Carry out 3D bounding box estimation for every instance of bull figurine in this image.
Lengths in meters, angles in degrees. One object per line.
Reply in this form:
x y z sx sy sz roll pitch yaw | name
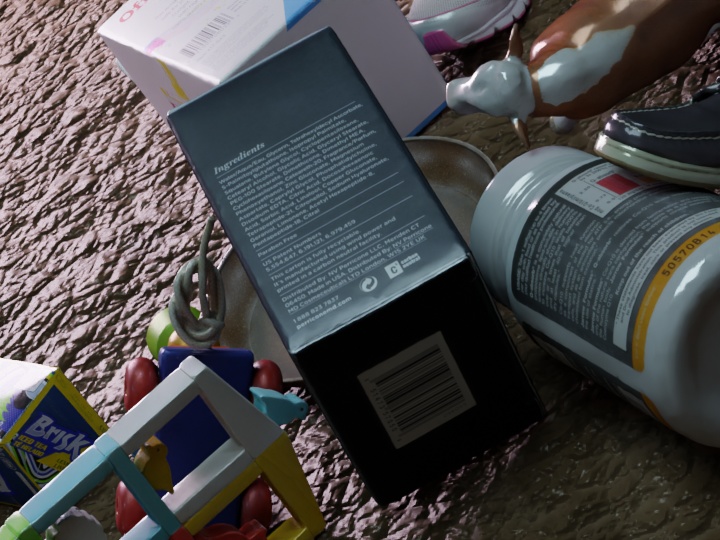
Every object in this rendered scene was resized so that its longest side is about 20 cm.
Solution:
0.139 -0.127 1.493 0.200 0.065 0.121 -31 -1 -2 | bull figurine

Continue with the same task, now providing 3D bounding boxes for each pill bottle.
0.146 0.006 1.391 0.116 0.116 0.200 -41 33 -10 | pill bottle

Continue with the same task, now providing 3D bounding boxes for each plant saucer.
0.000 0.000 1.609 0.200 0.032 0.200 -22 37 18 | plant saucer

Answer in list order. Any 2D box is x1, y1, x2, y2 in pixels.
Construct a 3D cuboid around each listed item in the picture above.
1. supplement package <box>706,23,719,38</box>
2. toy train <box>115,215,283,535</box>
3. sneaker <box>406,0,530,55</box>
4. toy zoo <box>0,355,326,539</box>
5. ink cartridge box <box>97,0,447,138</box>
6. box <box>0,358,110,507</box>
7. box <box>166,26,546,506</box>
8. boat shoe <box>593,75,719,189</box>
0.204 -0.264 1.602 0.200 0.151 0.152 -43 19 13 | supplement package
-0.092 0.048 1.503 0.085 0.200 0.116 1 19 -12 | toy train
0.067 -0.221 1.791 0.081 0.088 0.200 -14 38 30 | sneaker
-0.103 0.136 1.435 0.200 0.131 0.020 -41 33 -11 | toy zoo
-0.062 -0.138 1.765 0.129 0.125 0.200 -43 33 -12 | ink cartridge box
-0.244 0.094 1.679 0.200 0.070 0.064 7 52 47 | box
-0.003 -0.003 1.461 0.107 0.148 0.200 -29 48 -1 | box
0.208 -0.080 1.397 0.200 0.065 0.072 -2 22 -29 | boat shoe
